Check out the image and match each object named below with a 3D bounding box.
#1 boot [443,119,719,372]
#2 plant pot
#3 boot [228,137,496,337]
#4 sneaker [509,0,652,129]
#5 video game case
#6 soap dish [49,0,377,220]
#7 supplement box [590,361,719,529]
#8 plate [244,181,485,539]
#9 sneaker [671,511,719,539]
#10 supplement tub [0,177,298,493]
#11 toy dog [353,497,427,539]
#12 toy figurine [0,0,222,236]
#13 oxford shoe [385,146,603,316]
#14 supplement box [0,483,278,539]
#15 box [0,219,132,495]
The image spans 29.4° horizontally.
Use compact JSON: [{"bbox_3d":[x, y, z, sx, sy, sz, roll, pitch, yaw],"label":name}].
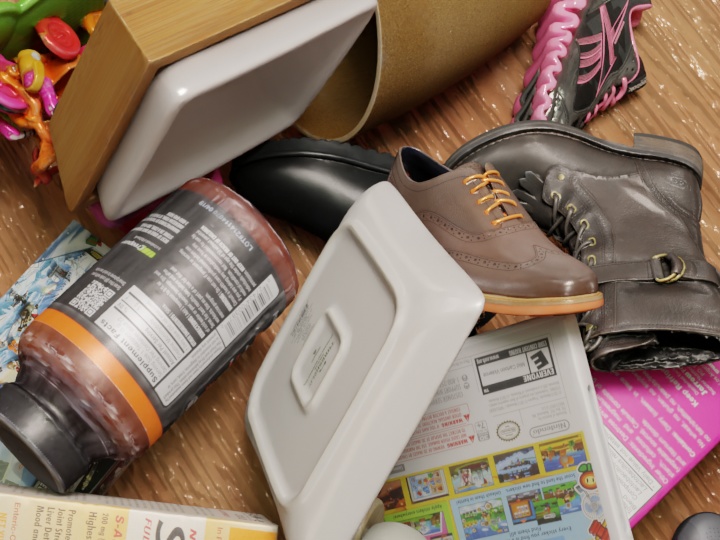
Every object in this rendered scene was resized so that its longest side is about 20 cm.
[{"bbox_3d":[0.147,-0.012,0.888,0.197,0.070,0.176,0,49,7],"label":"boot"},{"bbox_3d":[0.039,-0.207,1.008,0.198,0.187,0.188,-18,69,-31],"label":"plant pot"},{"bbox_3d":[-0.001,0.000,0.959,0.195,0.074,0.165,7,66,-7],"label":"boot"},{"bbox_3d":[0.174,-0.148,1.044,0.094,0.079,0.202,22,67,-9],"label":"sneaker"},{"bbox_3d":[0.065,0.139,0.851,0.198,0.023,0.185,-19,80,29],"label":"video game case"},{"bbox_3d":[-0.095,-0.129,0.863,0.199,0.157,0.082,-33,80,-40],"label":"soap dish"},{"bbox_3d":[0.179,0.102,0.918,0.199,0.101,0.104,-38,75,-18],"label":"supplement box"},{"bbox_3d":[-0.015,0.058,0.830,0.032,0.200,0.201,22,105,-23],"label":"plate"},{"bbox_3d":[0.248,0.248,0.871,0.073,0.088,0.203,-4,68,-7],"label":"sneaker"},{"bbox_3d":[-0.137,0.042,0.850,0.107,0.107,0.200,40,66,11],"label":"supplement tub"},{"bbox_3d":[-0.001,0.227,0.796,0.130,0.096,0.203,-3,74,18],"label":"toy dog"},{"bbox_3d":[-0.178,-0.091,0.935,0.150,0.200,0.185,-40,86,26],"label":"toy figurine"},{"bbox_3d":[0.073,-0.025,0.845,0.071,0.074,0.199,-9,23,-36],"label":"oxford shoe"},{"bbox_3d":[-0.156,0.202,0.828,0.197,0.073,0.128,8,83,-11],"label":"supplement box"},{"bbox_3d":[-0.205,0.083,0.919,0.136,0.040,0.200,37,69,9],"label":"box"}]
